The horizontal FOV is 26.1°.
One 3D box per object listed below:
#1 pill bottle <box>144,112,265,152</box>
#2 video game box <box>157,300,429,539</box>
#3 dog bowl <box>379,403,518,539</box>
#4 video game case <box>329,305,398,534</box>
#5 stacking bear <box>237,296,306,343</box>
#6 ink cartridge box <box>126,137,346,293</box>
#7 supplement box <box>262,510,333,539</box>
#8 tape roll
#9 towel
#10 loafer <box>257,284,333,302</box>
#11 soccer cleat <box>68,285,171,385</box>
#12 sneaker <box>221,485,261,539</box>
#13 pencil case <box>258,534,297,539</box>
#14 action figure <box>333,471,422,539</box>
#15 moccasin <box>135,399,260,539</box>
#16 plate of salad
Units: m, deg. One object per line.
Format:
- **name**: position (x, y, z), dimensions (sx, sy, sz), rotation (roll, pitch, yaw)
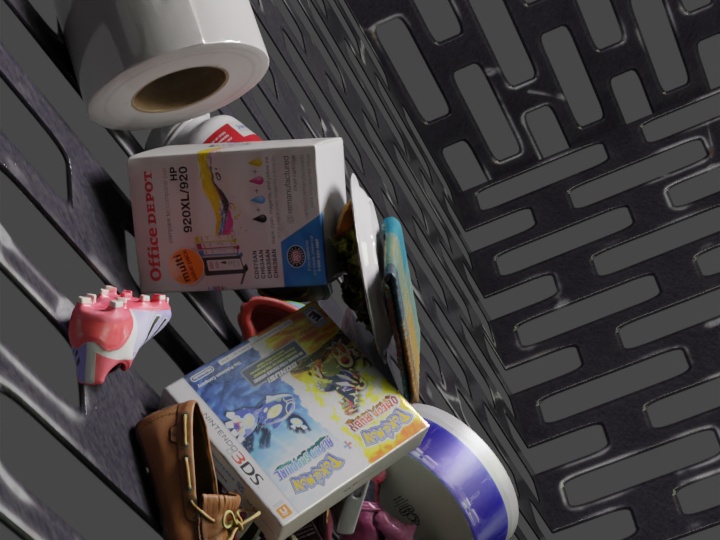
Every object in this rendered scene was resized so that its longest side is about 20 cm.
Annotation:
- **pill bottle**: position (-0.144, -0.104, 1.766), dimensions (0.200, 0.112, 0.112), rotation (39, 6, 11)
- **video game box**: position (-0.064, 0.143, 1.513), dimensions (0.182, 0.200, 0.047), rotation (48, -35, 17)
- **dog bowl**: position (0.080, 0.257, 1.786), dimensions (0.079, 0.200, 0.200), rotation (-37, 110, -34)
- **video game case**: position (-0.010, 0.157, 1.694), dimensions (0.200, 0.024, 0.182), rotation (-113, -145, -62)
- **stacking bear**: position (-0.092, 0.085, 1.826), dimensions (0.200, 0.114, 0.122), rotation (-115, -144, -84)
- **ink cartridge box**: position (-0.124, -0.059, 1.625), dimensions (0.145, 0.200, 0.147), rotation (-39, 125, -77)
- **supplement box**: position (-0.095, 0.213, 1.676), dimensions (0.109, 0.061, 0.200), rotation (-84, 149, -70)
- **tape roll**: position (-0.213, -0.253, 1.654), dimensions (0.203, 0.203, 0.139), rotation (29, 40, -73)
- **towel**: position (0.041, 0.037, 1.614), dimensions (0.200, 0.022, 0.147), rotation (-83, 162, -71)
- **loafer**: position (-0.079, 0.010, 1.867), dimensions (0.200, 0.072, 0.073), rotation (126, -51, -76)
- **soccer cleat**: position (-0.221, 0.057, 1.412), dimensions (0.200, 0.067, 0.077), rotation (-16, 115, -85)
- **sneaker**: position (-0.073, 0.209, 1.568), dimensions (0.087, 0.074, 0.200), rotation (48, 48, -22)
- **pencil case**: position (-0.059, 0.351, 1.535), dimensions (0.200, 0.078, 0.089), rotation (64, -3, -22)
- **action figure**: position (-0.007, 0.315, 1.738), dimensions (0.149, 0.134, 0.200), rotation (3, 88, -52)
- **moccasin**: position (-0.139, 0.217, 1.411), dimensions (0.074, 0.078, 0.201), rotation (39, 31, -68)
- **plate of salad**: position (0.000, 0.000, 1.602), dimensions (0.200, 0.048, 0.200), rotation (-10, 90, -86)
